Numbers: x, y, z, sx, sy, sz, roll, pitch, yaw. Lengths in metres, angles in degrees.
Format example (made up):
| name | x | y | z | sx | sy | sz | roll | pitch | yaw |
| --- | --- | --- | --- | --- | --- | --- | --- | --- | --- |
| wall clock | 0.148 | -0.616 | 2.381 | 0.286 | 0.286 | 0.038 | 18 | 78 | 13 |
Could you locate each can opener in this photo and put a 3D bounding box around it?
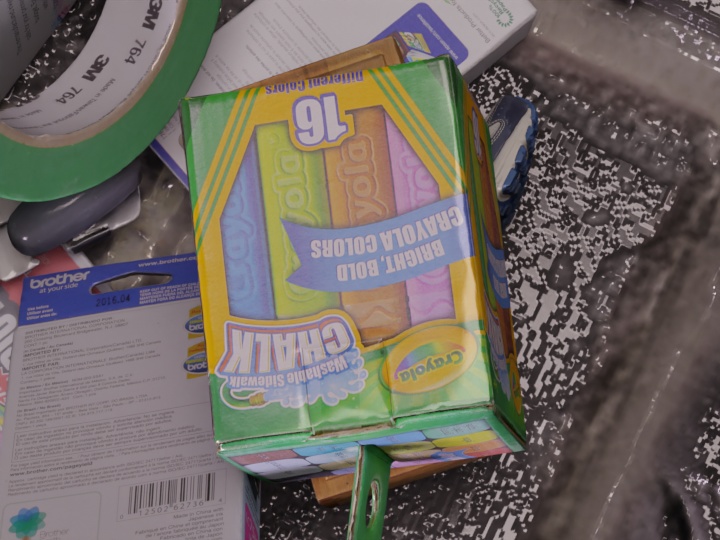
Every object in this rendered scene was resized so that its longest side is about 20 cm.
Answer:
| name | x | y | z | sx | sy | sz | roll | pitch | yaw |
| --- | --- | --- | --- | --- | --- | --- | --- | --- | --- |
| can opener | -0.198 | -0.014 | 1.157 | 0.199 | 0.067 | 0.053 | -25 | 78 | -10 |

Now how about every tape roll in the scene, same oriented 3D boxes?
| name | x | y | z | sx | sy | sz | roll | pitch | yaw |
| --- | --- | --- | --- | --- | --- | --- | --- | --- | --- |
| tape roll | -0.142 | -0.133 | 1.080 | 0.048 | 0.200 | 0.201 | 20 | 73 | 35 |

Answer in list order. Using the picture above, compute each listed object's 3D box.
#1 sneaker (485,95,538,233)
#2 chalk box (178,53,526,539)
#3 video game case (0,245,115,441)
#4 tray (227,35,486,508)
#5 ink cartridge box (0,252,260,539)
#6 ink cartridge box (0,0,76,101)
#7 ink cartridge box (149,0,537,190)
| name | x | y | z | sx | sy | sz | roll | pitch | yaw |
| --- | --- | --- | --- | --- | --- | --- | --- | --- | --- |
| sneaker | 0.013 | -0.016 | 1.186 | 0.085 | 0.077 | 0.200 | 35 | 76 | 10 |
| chalk box | 0.002 | 0.025 | 1.049 | 0.123 | 0.124 | 0.201 | -9 | 78 | 8 |
| video game case | -0.222 | 0.044 | 1.185 | 0.200 | 0.017 | 0.143 | -40 | 82 | -11 |
| tray | 0.000 | 0.000 | 1.136 | 0.098 | 0.037 | 0.201 | -18 | 75 | 5 |
| ink cartridge box | -0.105 | 0.078 | 1.112 | 0.119 | 0.042 | 0.201 | -9 | 48 | 9 |
| ink cartridge box | -0.182 | -0.171 | 1.166 | 0.083 | 0.146 | 0.200 | 31 | 71 | 8 |
| ink cartridge box | -0.016 | -0.102 | 1.223 | 0.200 | 0.039 | 0.100 | -38 | 81 | -13 |
